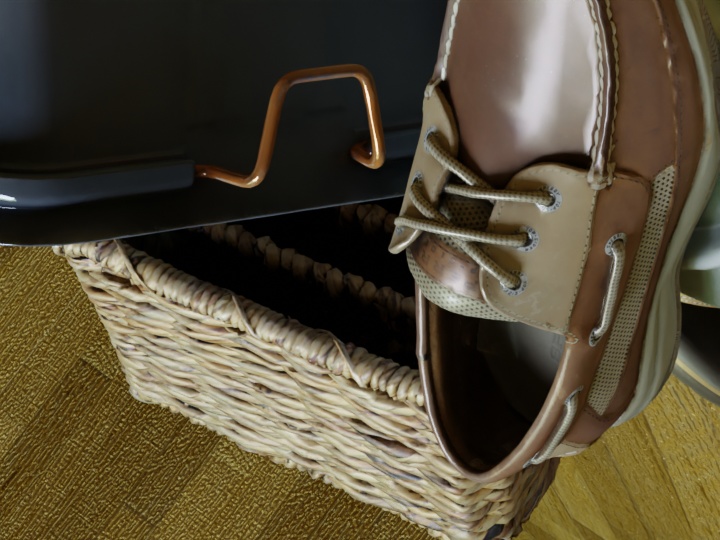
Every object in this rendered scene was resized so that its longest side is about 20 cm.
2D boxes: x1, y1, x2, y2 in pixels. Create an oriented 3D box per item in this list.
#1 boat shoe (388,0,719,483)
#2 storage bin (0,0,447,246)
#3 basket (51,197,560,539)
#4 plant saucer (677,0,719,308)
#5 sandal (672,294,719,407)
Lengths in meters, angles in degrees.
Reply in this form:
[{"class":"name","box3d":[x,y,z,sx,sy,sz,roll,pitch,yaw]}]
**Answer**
[{"class":"boat shoe","box3d":[0.047,-0.016,0.570,0.076,0.072,0.200,30,144,33]},{"class":"storage bin","box3d":[-0.049,-0.093,0.681,0.200,0.135,0.145,-10,-160,-31]},{"class":"basket","box3d":[0.000,0.000,0.883,0.200,0.143,0.149,23,157,20]},{"class":"plant saucer","box3d":[0.085,-0.056,0.597,0.200,0.050,0.200,36,148,27]},{"class":"sandal","box3d":[0.130,-0.017,0.858,0.054,0.080,0.200,-25,115,39]}]
